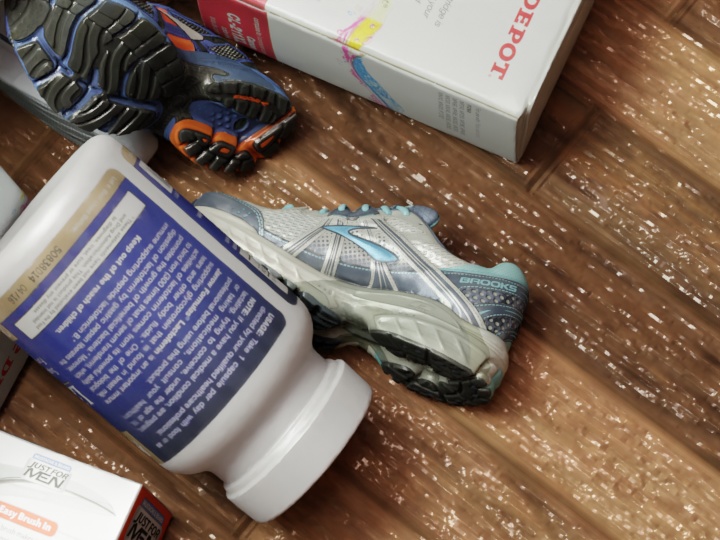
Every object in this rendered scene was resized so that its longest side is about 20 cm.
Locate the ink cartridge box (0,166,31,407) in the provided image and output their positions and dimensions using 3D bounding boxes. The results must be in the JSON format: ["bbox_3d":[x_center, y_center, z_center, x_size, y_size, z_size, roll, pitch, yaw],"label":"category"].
[{"bbox_3d":[-0.271,-0.006,1.552,0.144,0.200,0.146,22,74,23],"label":"ink cartridge box"}]

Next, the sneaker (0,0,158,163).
[{"bbox_3d":[-0.184,-0.133,1.651,0.200,0.073,0.071,35,83,23],"label":"sneaker"}]

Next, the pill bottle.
[{"bbox_3d":[-0.097,0.033,1.504,0.200,0.116,0.116,41,80,-9],"label":"pill bottle"}]

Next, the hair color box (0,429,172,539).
[{"bbox_3d":[-0.194,0.194,1.529,0.110,0.064,0.201,19,75,20],"label":"hair color box"}]

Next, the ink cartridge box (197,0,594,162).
[{"bbox_3d":[0.029,-0.169,1.593,0.199,0.083,0.146,24,75,9],"label":"ink cartridge box"}]

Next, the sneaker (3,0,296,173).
[{"bbox_3d":[-0.125,-0.115,1.578,0.075,0.200,0.079,-48,49,12],"label":"sneaker"}]

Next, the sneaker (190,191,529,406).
[{"bbox_3d":[0.000,0.000,1.566,0.199,0.078,0.087,26,64,14],"label":"sneaker"}]
